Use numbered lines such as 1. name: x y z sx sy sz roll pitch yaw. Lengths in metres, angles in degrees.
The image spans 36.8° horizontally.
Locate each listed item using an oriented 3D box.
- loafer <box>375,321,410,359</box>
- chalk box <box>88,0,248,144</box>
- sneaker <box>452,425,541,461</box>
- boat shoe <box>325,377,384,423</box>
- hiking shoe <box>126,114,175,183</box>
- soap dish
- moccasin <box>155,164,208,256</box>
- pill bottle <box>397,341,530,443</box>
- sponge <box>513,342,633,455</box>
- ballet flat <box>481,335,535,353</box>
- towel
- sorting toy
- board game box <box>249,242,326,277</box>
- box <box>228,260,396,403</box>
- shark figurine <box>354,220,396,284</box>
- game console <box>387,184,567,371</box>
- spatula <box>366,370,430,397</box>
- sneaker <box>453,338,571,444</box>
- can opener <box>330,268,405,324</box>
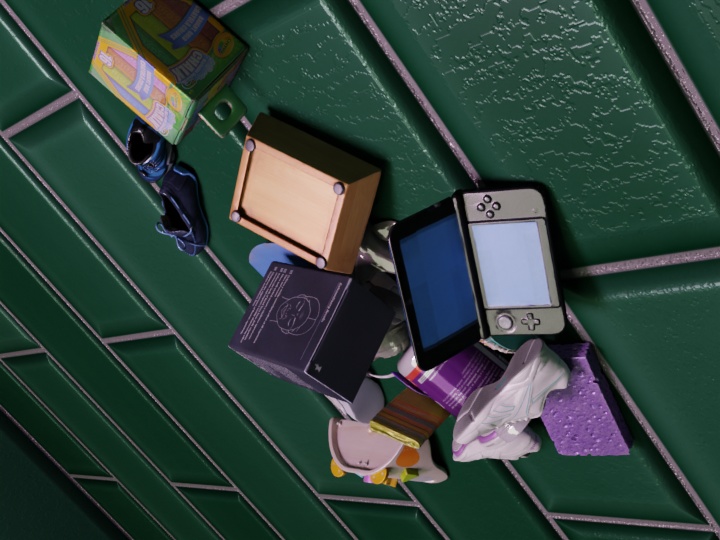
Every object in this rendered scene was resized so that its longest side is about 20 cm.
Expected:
1. loafer: 0.018 0.105 1.700 0.070 0.070 0.199 62 148 -1
2. chalk box: -0.238 -0.264 1.430 0.199 0.125 0.124 39 149 -3
3. sneaker: 0.210 0.276 1.705 0.099 0.076 0.200 26 159 -14
4. boat shoe: -0.038 0.193 1.836 0.086 0.075 0.202 27 171 43
5. hiking shoe: -0.331 -0.190 1.652 0.074 0.087 0.201 34 148 6
6. soap dish: -0.082 -0.101 1.465 0.198 0.081 0.159 27 119 19
7. moccasin: -0.302 -0.089 1.769 0.080 0.068 0.201 24 147 22
8. pill bottle: 0.158 0.159 1.572 0.199 0.113 0.113 39 149 0
9. sponge: 0.300 0.184 1.519 0.110 0.030 0.201 -7 128 33
10. ballet flat: 0.155 0.060 1.446 0.199 0.077 0.064 24 172 -40
11. towel: 0.098 0.202 1.615 0.085 0.200 0.018 21 121 25
12. sorting toy: 0.061 0.342 1.929 0.198 0.108 0.179 -1 158 46
13. board game box: -0.079 0.011 1.700 0.157 0.039 0.200 -6 135 48
14. box: -0.072 0.085 1.563 0.107 0.150 0.199 37 164 -36
15. shark figurine: 0.040 -0.010 1.508 0.213 0.090 0.129 28 149 19
16. game console: 0.147 0.012 1.318 0.169 0.118 0.202 -2 115 27
17. spatula: 0.029 0.157 1.649 0.198 0.021 0.056 14 174 41
18. sneaker: 0.204 0.182 1.469 0.080 0.071 0.200 35 120 -15
19. can opener: 0.000 0.000 1.582 0.200 0.053 0.067 41 163 -2
